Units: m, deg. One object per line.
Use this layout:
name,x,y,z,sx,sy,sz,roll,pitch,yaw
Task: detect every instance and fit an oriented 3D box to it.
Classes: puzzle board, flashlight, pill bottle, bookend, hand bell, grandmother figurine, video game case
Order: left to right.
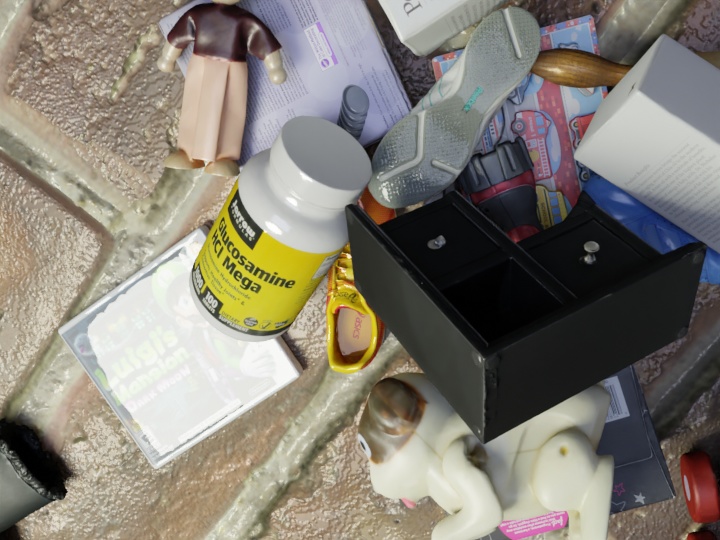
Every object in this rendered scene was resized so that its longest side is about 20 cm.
video game case,-0.188,0.083,0.873,0.199,0.023,0.183,-33,94,14
grandmother figurine,-0.123,-0.188,0.742,0.120,0.061,0.202,7,105,-1
pill bottle,-0.071,-0.035,0.749,0.112,0.113,0.201,36,130,0
bookend,0.122,0.000,0.665,0.198,0.199,0.093,-23,134,-17
flashlight,0.151,-0.016,0.759,0.067,0.068,0.202,-23,94,-20
puzzle board,0.161,-0.117,0.782,0.149,0.017,0.202,-13,99,11
hand bell,0.241,-0.164,0.723,0.198,0.104,0.105,11,103,12

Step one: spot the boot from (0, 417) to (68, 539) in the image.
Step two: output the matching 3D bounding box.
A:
boot,-0.389,0.274,0.921,0.162,0.073,0.199,-36,94,10

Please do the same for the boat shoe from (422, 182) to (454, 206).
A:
boat shoe,0.097,0.001,0.788,0.065,0.072,0.203,-8,98,6

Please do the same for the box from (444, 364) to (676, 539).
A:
box,0.168,0.156,0.786,0.198,0.115,0.134,-19,95,12

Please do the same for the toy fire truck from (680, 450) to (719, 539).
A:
toy fire truck,0.361,0.247,0.746,0.111,0.168,0.203,-8,100,10

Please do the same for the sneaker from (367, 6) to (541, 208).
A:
sneaker,0.084,-0.135,0.738,0.070,0.080,0.201,41,99,0

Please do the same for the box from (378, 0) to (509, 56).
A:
box,0.046,-0.293,0.669,0.130,0.200,0.200,-30,96,13

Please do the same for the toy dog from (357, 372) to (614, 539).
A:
toy dog,0.095,0.139,0.670,0.197,0.140,0.196,6,85,10

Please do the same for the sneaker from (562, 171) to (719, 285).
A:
sneaker,0.269,-0.005,0.744,0.199,0.077,0.112,38,91,-4

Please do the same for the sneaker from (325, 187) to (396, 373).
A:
sneaker,0.000,0.000,0.800,0.072,0.077,0.203,-1,100,10

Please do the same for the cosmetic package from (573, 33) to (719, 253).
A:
cosmetic package,0.285,-0.083,0.667,0.199,0.102,0.072,33,63,-1

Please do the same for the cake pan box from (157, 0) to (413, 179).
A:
cake pan box,-0.067,-0.190,0.785,0.183,0.052,0.202,-26,97,11
